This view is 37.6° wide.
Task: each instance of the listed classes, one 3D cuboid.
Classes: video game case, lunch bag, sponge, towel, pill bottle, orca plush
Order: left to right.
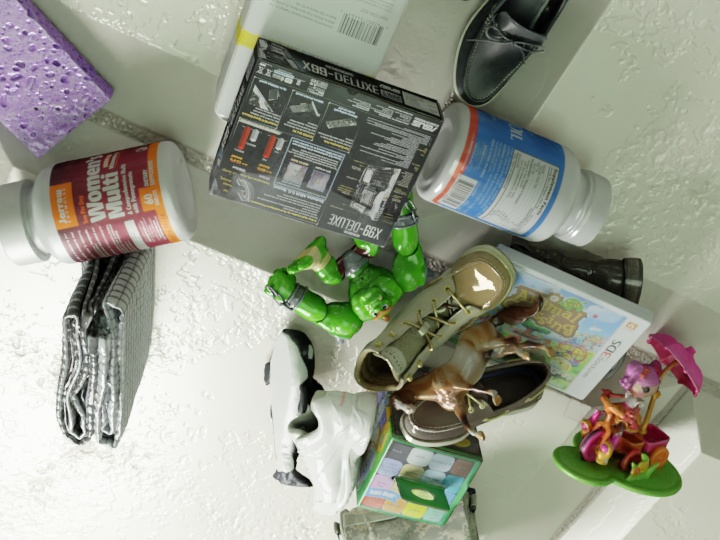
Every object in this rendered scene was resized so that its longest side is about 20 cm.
[{"bbox_3d":[-0.362,-0.221,1.091,0.111,0.030,0.200,-32,119,16],"label":"sponge"},{"bbox_3d":[-0.286,-0.069,1.149,0.197,0.110,0.111,-12,124,3],"label":"pill bottle"},{"bbox_3d":[-0.295,0.076,1.212,0.084,0.166,0.202,8,123,-2],"label":"towel"},{"bbox_3d":[-0.068,0.170,1.328,0.070,0.105,0.203,-6,92,-31],"label":"orca plush"},{"bbox_3d":[0.074,0.384,1.454,0.197,0.140,0.169,-12,124,3],"label":"lunch bag"},{"bbox_3d":[0.170,-0.098,1.162,0.198,0.113,0.113,20,120,-17],"label":"pill bottle"},{"bbox_3d":[0.218,0.067,1.267,0.198,0.022,0.183,24,140,-2],"label":"video game case"}]

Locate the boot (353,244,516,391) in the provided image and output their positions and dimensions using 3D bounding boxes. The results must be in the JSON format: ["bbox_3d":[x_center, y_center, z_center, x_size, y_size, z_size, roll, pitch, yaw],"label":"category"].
[{"bbox_3d":[0.081,0.059,1.195,0.072,0.154,0.200,49,144,0],"label":"boot"}]

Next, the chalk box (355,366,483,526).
[{"bbox_3d":[0.068,0.227,1.313,0.123,0.201,0.125,17,122,-14],"label":"chalk box"}]

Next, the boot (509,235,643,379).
[{"bbox_3d":[0.245,0.044,1.297,0.172,0.070,0.202,5,127,3],"label":"boot"}]

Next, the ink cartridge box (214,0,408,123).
[{"bbox_3d":[-0.052,-0.236,1.070,0.144,0.084,0.201,17,120,-16],"label":"ink cartridge box"}]

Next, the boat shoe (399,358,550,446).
[{"bbox_3d":[0.139,0.152,1.257,0.198,0.072,0.060,-13,151,-24],"label":"boat shoe"}]

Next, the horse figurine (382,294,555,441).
[{"bbox_3d":[0.135,0.108,1.210,0.200,0.132,0.050,-49,127,-17],"label":"horse figurine"}]

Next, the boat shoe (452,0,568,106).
[{"bbox_3d":[0.158,-0.252,1.090,0.074,0.063,0.201,23,120,-20],"label":"boat shoe"}]

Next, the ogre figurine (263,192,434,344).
[{"bbox_3d":[0.000,0.000,1.227,0.200,0.098,0.120,-42,106,-10],"label":"ogre figurine"}]

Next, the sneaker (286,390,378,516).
[{"bbox_3d":[-0.043,0.211,1.270,0.098,0.078,0.202,16,124,0],"label":"sneaker"}]

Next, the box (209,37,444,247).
[{"bbox_3d":[-0.036,-0.124,1.066,0.198,0.050,0.159,16,122,-16],"label":"box"}]

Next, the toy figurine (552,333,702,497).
[{"bbox_3d":[0.351,0.168,1.337,0.198,0.150,0.186,3,113,-34],"label":"toy figurine"}]
